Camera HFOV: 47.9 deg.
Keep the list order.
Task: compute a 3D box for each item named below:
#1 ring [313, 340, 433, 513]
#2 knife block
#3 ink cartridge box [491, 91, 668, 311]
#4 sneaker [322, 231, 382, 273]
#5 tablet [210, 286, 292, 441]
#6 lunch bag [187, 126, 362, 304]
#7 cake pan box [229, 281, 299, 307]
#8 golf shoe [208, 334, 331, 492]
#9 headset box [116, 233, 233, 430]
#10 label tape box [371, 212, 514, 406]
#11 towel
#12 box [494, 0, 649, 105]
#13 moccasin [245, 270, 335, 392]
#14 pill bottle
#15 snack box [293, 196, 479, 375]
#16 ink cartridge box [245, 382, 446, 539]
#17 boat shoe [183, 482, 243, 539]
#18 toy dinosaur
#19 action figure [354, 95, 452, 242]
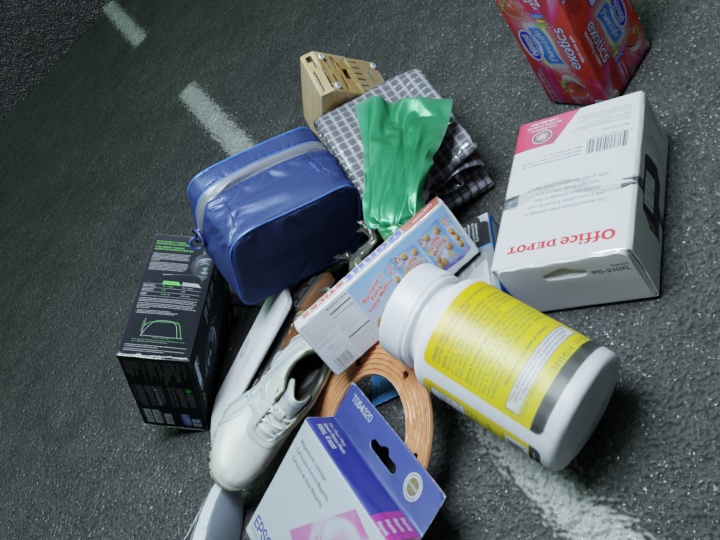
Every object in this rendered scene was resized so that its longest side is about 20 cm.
[{"bbox_3d":[0.010,0.174,0.832,0.199,0.019,0.204,-29,52,45],"label":"ring"},{"bbox_3d":[-0.048,-0.213,1.129,0.175,0.199,0.065,-41,72,33],"label":"knife block"},{"bbox_3d":[0.228,-0.067,0.829,0.143,0.084,0.202,-11,49,37],"label":"ink cartridge box"},{"bbox_3d":[-0.010,-0.076,1.065,0.200,0.084,0.077,-42,39,5],"label":"sneaker"},{"bbox_3d":[-0.139,0.107,1.011,0.202,0.014,0.130,-61,14,8],"label":"tablet"},{"bbox_3d":[-0.110,-0.068,0.961,0.198,0.137,0.133,-26,57,-19],"label":"lunch bag"},{"bbox_3d":[-0.137,-0.043,1.189,0.182,0.052,0.202,6,61,44],"label":"cake pan box"},{"bbox_3d":[-0.097,0.153,0.893,0.201,0.078,0.097,-57,10,-15],"label":"golf shoe"},{"bbox_3d":[-0.233,0.076,1.063,0.091,0.176,0.202,5,51,2],"label":"headset box"},{"bbox_3d":[0.076,0.045,0.894,0.198,0.063,0.146,-26,41,24],"label":"label tape box"},{"bbox_3d":[0.048,-0.150,1.008,0.164,0.086,0.201,-27,53,-4],"label":"towel"},{"bbox_3d":[0.239,-0.291,0.922,0.095,0.200,0.100,21,72,48],"label":"box"},{"bbox_3d":[-0.076,0.096,0.991,0.073,0.077,0.204,-27,39,64],"label":"moccasin"},{"bbox_3d":[0.120,0.079,0.732,0.199,0.114,0.115,30,78,30],"label":"pill bottle"},{"bbox_3d":[0.028,0.017,0.842,0.199,0.072,0.024,-41,21,0],"label":"snack box"},{"bbox_3d":[-0.025,0.240,0.792,0.196,0.043,0.202,42,108,53],"label":"ink cartridge box"},{"bbox_3d":[-0.185,0.328,0.888,0.067,0.074,0.203,0,65,26],"label":"boat shoe"},{"bbox_3d":[0.000,0.000,0.936,0.199,0.047,0.089,-37,46,29],"label":"toy dinosaur"},{"bbox_3d":[0.043,-0.105,0.903,0.116,0.055,0.203,-3,58,16],"label":"action figure"}]
